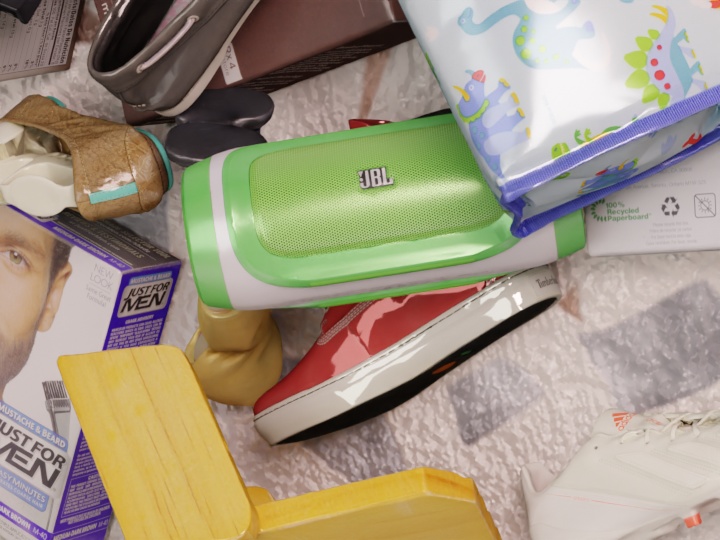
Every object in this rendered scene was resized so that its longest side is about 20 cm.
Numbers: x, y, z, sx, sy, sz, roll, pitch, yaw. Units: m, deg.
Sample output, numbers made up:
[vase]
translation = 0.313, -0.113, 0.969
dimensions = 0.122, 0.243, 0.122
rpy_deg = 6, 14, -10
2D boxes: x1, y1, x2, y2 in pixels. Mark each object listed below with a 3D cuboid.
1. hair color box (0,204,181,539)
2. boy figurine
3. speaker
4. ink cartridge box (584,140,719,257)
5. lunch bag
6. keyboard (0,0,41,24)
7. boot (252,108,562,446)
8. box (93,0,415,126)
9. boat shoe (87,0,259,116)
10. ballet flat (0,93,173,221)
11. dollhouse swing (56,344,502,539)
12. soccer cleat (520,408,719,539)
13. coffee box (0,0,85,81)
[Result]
[hair color box]
translation = -0.191, 0.065, 1.494
dimensions = 0.109, 0.065, 0.201
rpy_deg = 28, 110, 29
[boy figurine]
translation = -0.075, -0.008, 1.379
dimensions = 0.064, 0.125, 0.201
rpy_deg = 3, 132, 1
[speaker]
translation = 0.012, -0.032, 1.250
dimensions = 0.199, 0.088, 0.089
rpy_deg = -9, 93, 4
[ink cartridge box]
translation = 0.198, -0.111, 1.211
dimensions = 0.199, 0.041, 0.201
rpy_deg = -2, 95, 35
[lunch bag]
translation = 0.124, -0.136, 1.161
dimensions = 0.199, 0.127, 0.171
rpy_deg = -27, 80, 4
[keyboard]
translation = -0.163, -0.234, 1.368
dimensions = 0.104, 0.040, 0.201
rpy_deg = 24, 68, 5
[boot]
translation = 0.000, 0.000, 1.349
dimensions = 0.200, 0.072, 0.145
rpy_deg = -34, 77, 25
[box]
translation = -0.051, -0.155, 1.358
dimensions = 0.199, 0.075, 0.101
rpy_deg = -19, 86, 33
[boat shoe]
translation = -0.075, -0.172, 1.281
dimensions = 0.067, 0.057, 0.200
rpy_deg = 40, 104, 39
[ballet flat]
translation = -0.182, -0.059, 1.417
dimensions = 0.200, 0.072, 0.068
rpy_deg = 20, 131, 56
[dollhouse swing]
translation = -0.035, 0.115, 1.334
dimensions = 0.175, 0.200, 0.182
rpy_deg = -27, 57, 1
[soccer cleat]
translation = 0.159, 0.098, 1.255
dimensions = 0.200, 0.069, 0.078
rpy_deg = -33, 75, 36
[coffee box]
translation = -0.267, -0.162, 1.427
dimensions = 0.113, 0.200, 0.080
rpy_deg = 28, 115, 27
